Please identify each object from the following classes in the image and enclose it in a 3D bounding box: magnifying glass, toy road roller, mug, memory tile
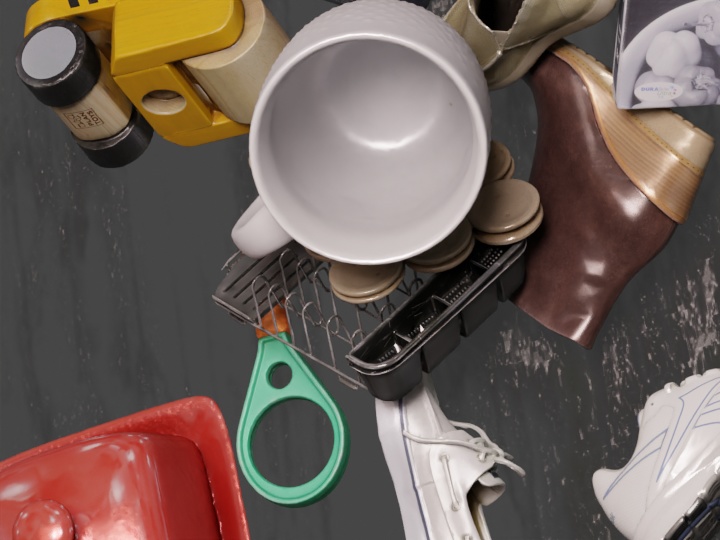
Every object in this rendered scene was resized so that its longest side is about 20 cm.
[{"bbox_3d":[-0.056,0.066,1.754,0.079,0.022,0.201,-16,68,16],"label":"magnifying glass"},{"bbox_3d":[-0.144,-0.174,1.809,0.199,0.123,0.147,-10,60,18],"label":"toy road roller"},{"bbox_3d":[-0.008,-0.083,1.620,0.148,0.175,0.200,43,106,-10],"label":"mug"},{"bbox_3d":[0.022,-0.058,1.697,0.153,0.017,0.200,-26,40,-8],"label":"memory tile"}]

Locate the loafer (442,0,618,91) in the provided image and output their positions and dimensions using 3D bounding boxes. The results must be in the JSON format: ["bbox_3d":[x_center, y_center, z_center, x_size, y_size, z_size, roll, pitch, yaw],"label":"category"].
[{"bbox_3d":[0.095,-0.175,1.657,0.200,0.068,0.076,-32,53,57],"label":"loafer"}]

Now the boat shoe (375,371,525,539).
[{"bbox_3d":[0.068,0.137,1.657,0.086,0.075,0.203,-17,71,16],"label":"boat shoe"}]

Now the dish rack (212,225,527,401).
[{"bbox_3d":[0.000,0.000,1.692,0.200,0.055,0.153,28,58,38],"label":"dish rack"}]

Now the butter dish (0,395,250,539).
[{"bbox_3d":[-0.184,0.187,1.696,0.199,0.148,0.200,-18,69,14],"label":"butter dish"}]

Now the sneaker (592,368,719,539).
[{"bbox_3d":[0.225,0.094,1.614,0.200,0.075,0.087,-47,59,1],"label":"sneaker"}]

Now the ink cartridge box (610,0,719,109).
[{"bbox_3d":[0.261,-0.196,1.592,0.197,0.201,0.043,-3,36,-5],"label":"ink cartridge box"}]

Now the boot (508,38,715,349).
[{"bbox_3d":[0.127,-0.062,1.698,0.200,0.072,0.167,39,99,37],"label":"boot"}]

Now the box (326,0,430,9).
[{"bbox_3d":[0.000,-0.303,1.747,0.117,0.200,0.197,19,81,24],"label":"box"}]
